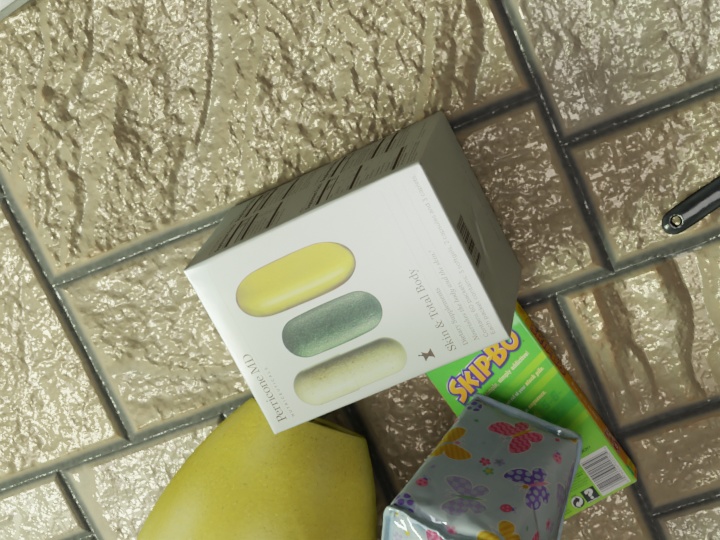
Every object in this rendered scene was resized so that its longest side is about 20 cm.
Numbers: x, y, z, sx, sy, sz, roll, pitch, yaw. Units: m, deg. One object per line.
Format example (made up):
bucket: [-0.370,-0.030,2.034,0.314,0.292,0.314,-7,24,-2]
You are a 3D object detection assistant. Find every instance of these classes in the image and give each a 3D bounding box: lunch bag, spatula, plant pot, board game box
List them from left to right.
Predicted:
plant pot: [-0.065,0.187,1.260,0.200,0.200,0.142,20,88,2]
lunch bag: [0.085,0.230,1.227,0.127,0.170,0.200,19,128,21]
board game box: [0.135,0.115,1.271,0.096,0.030,0.200,-32,104,20]
spatula: [0.314,-0.087,1.169,0.200,0.021,0.057,-37,87,22]

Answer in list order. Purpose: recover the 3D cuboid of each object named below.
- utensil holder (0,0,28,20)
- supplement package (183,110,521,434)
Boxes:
utensil holder: [-0.312,-0.281,1.131,0.170,0.170,0.200,-32,103,19]
supplement package: [0.000,0.000,1.186,0.200,0.151,0.152,-24,105,17]
